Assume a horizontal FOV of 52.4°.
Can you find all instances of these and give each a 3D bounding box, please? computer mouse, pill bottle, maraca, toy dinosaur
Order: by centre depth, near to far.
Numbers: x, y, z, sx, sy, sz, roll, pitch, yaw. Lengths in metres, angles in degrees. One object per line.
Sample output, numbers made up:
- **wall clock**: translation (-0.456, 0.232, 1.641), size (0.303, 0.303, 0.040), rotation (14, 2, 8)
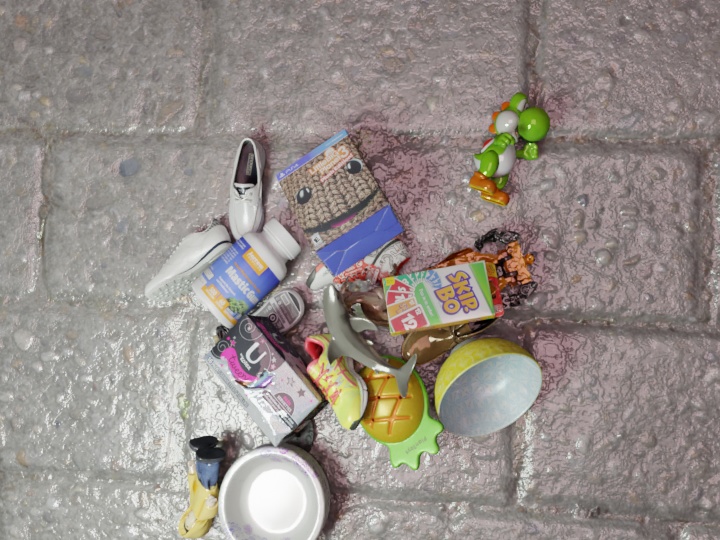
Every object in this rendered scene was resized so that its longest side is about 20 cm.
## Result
- **maraca**: translation (0.062, 0.242, 1.260), size (0.137, 0.106, 0.202), rotation (-41, 62, 14)
- **toy dinosaur**: translation (0.027, 0.067, 1.333), size (0.133, 0.200, 0.088), rotation (-13, 52, 25)
- **pill bottle**: translation (-0.207, 0.000, 1.362), size (0.200, 0.112, 0.112), rotation (-44, 83, -6)
- **computer mouse**: translation (-0.184, 0.112, 1.393), size (0.198, 0.044, 0.111), rotation (-34, 78, 9)

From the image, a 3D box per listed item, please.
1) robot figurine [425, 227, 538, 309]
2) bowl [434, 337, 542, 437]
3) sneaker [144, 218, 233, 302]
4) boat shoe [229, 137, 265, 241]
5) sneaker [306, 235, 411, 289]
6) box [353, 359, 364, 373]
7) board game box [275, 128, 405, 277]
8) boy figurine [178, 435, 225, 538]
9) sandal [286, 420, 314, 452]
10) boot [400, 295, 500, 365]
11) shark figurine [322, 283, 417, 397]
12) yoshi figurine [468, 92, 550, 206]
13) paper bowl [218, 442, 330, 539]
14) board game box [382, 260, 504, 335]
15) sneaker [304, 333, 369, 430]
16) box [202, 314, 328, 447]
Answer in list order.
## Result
- **robot figurine**: translation (0.225, 0.010, 1.342), size (0.196, 0.058, 0.148), rotation (-20, 84, 6)
- **bowl**: translation (0.211, 0.186, 1.296), size (0.197, 0.202, 0.109), rotation (-27, 40, 4)
- **sneaker**: translation (-0.335, -0.016, 1.411), size (0.198, 0.077, 0.081), rotation (-34, 72, -1)
- **boat shoe**: translation (-0.223, -0.153, 1.402), size (0.071, 0.065, 0.206), rotation (0, 86, 6)
- **sneaker**: translation (0.000, 0.000, 1.365), size (0.200, 0.067, 0.109), rotation (-38, 80, 0)
- **box**: translation (0.017, 0.203, 1.358), size (0.196, 0.050, 0.077), rotation (24, 89, 7)
- **board game box**: translation (-0.038, -0.123, 1.324), size (0.158, 0.097, 0.202), rotation (-32, 56, 4)
- **boy figurine**: translation (-0.297, 0.406, 1.356), size (0.124, 0.063, 0.204), rotation (42, 124, 48)
- **sandal**: translation (-0.139, 0.248, 1.373), size (0.073, 0.048, 0.206), rotation (-15, 85, 6)
- **boot**: translation (0.158, 0.102, 1.271), size (0.197, 0.075, 0.075), rotation (-31, 96, -1)
- **shark figurine**: translation (-0.009, 0.137, 1.227), size (0.214, 0.128, 0.089), rotation (45, 54, 4)
- **yoshi figurine**: translation (0.282, -0.224, 1.335), size (0.110, 0.112, 0.204), rotation (23, 86, -8)
- **paper bowl**: translation (-0.152, 0.418, 1.335), size (0.195, 0.104, 0.207), rotation (-1, 86, 7)
- **board game box**: translation (0.140, 0.045, 1.239), size (0.195, 0.030, 0.098), rotation (-9, 73, 1)
- **sneaker**: translation (-0.050, 0.188, 1.254), size (0.089, 0.202, 0.079), rotation (12, 125, -31)
- **box**: translation (-0.158, 0.189, 1.292), size (0.115, 0.132, 0.200), rotation (-44, 80, 3)
